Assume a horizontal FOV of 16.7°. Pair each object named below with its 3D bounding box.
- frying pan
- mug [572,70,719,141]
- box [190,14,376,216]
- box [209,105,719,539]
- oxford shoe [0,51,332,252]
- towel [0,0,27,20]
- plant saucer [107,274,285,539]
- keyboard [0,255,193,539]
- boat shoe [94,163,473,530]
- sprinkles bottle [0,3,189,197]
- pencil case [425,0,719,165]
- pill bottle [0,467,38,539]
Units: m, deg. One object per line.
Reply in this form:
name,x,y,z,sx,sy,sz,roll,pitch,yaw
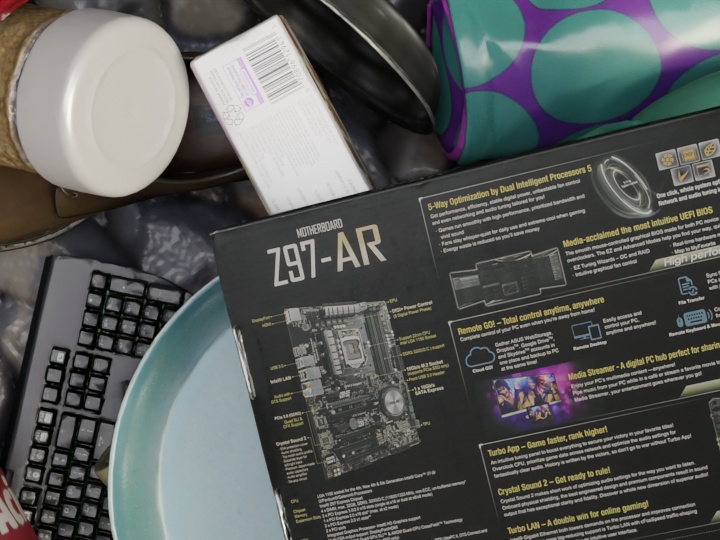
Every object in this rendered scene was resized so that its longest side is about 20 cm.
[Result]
frying pan,-0.039,-0.119,0.974,0.190,0.115,0.031,39,83,16
mug,0.155,-0.018,0.950,0.152,0.185,0.115,-22,54,15
box,0.000,0.000,0.923,0.041,0.039,0.200,-29,92,5
box,0.062,0.040,0.860,0.200,0.044,0.161,-14,92,18
oxford shoe,-0.112,-0.055,1.003,0.200,0.084,0.073,-16,90,2
towel,-0.211,-0.118,0.954,0.200,0.022,0.145,-32,58,24
plant saucer,0.002,0.084,0.960,0.200,0.027,0.201,0,93,2
keyboard,-0.140,0.092,1.032,0.127,0.021,0.200,12,88,1
boat shoe,-0.013,0.040,1.010,0.200,0.075,0.068,-41,100,2
sprinkles bottle,-0.160,-0.078,0.962,0.200,0.068,0.068,14,89,38
pencil case,0.124,-0.104,1.000,0.200,0.085,0.093,-11,50,0
pill bottle,-0.191,0.105,0.966,0.114,0.114,0.200,-28,89,0
